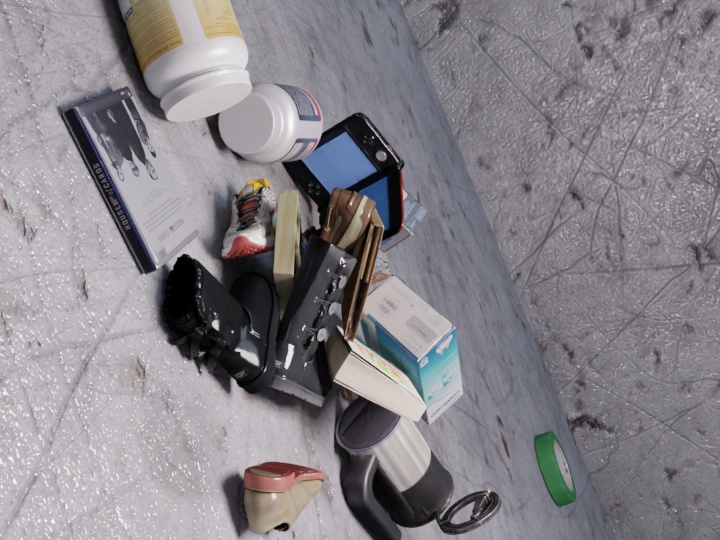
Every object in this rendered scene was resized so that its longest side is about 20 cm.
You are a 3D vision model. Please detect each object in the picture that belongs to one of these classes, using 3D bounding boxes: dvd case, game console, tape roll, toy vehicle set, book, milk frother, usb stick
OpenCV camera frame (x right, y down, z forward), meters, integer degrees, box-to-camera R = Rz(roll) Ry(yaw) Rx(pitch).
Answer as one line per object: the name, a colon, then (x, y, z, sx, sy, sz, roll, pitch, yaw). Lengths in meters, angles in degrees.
dvd case: (-0.265, -0.110, 1.239, 0.203, 0.024, 0.151, 66, 17, -12)
game console: (-0.032, -0.129, 1.719, 0.173, 0.198, 0.120, 48, 43, -20)
tape roll: (0.545, 0.552, 2.939, 0.202, 0.047, 0.202, 57, 21, -35)
toy vehicle set: (-0.097, -0.005, 1.456, 0.201, 0.026, 0.126, 90, 1, -62)
book: (0.018, 0.147, 1.497, 0.132, 0.048, 0.200, 33, 3, -10)
milk frother: (0.087, 0.292, 1.561, 0.189, 0.197, 0.182, 57, 24, -32)
usb stick: (-0.075, 0.094, 1.542, 0.032, 0.056, 0.203, 7, 54, -28)

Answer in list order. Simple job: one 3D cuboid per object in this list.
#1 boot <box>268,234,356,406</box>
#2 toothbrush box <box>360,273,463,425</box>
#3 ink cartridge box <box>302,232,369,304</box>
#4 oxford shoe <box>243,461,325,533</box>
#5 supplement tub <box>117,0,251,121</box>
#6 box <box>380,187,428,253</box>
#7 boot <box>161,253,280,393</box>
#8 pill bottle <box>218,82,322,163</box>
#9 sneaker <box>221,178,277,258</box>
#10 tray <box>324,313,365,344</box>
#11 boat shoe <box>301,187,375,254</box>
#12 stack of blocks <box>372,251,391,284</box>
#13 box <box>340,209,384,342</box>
boot: (-0.059, 0.070, 1.400, 0.165, 0.065, 0.204, 46, 61, -70)
toothbrush box: (0.080, 0.127, 1.658, 0.146, 0.085, 0.201, 41, -20, 31)
ink cartridge box: (-0.055, -0.002, 1.656, 0.099, 0.039, 0.200, 31, -11, 39)
oxford shoe: (-0.096, 0.273, 1.269, 0.200, 0.069, 0.076, 21, 76, -70)
supplement tub: (-0.231, -0.313, 1.384, 0.203, 0.142, 0.144, 70, 17, 5)
box: (0.008, -0.131, 1.843, 0.200, 0.116, 0.060, 43, 60, -11)
boot: (-0.171, 0.040, 1.286, 0.163, 0.073, 0.200, 47, 25, -38)
pill bottle: (-0.139, -0.226, 1.609, 0.122, 0.118, 0.200, 68, 16, 0)
sneaker: (-0.154, -0.072, 1.441, 0.200, 0.076, 0.084, -88, 166, -71)
tray: (-0.024, 0.135, 1.701, 0.200, 0.022, 0.109, 47, 28, -52)
boat shoe: (-0.048, -0.036, 1.481, 0.074, 0.204, 0.075, 26, 35, -3)
stack of blocks: (-0.004, -0.076, 1.957, 0.115, 0.058, 0.204, 19, 52, -68)
box: (0.000, 0.000, 1.521, 0.200, 0.021, 0.167, -104, -152, -79)
